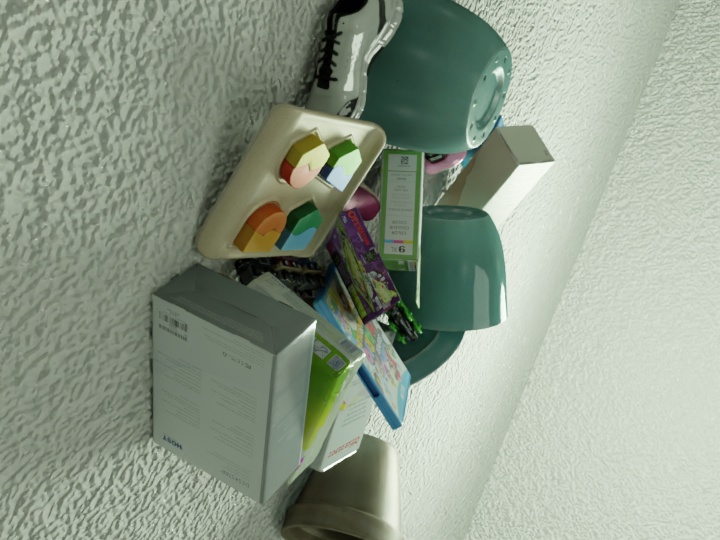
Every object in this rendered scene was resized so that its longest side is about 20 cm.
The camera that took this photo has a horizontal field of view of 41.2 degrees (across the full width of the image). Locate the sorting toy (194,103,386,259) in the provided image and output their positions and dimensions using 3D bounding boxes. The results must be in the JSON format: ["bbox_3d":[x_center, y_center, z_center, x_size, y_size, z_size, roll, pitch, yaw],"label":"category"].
[{"bbox_3d":[-0.066,-0.084,1.032,0.186,0.036,0.199,-56,154,19],"label":"sorting toy"}]

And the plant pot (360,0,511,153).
[{"bbox_3d":[0.092,-0.239,1.193,0.201,0.159,0.203,-50,154,-36],"label":"plant pot"}]

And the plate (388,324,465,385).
[{"bbox_3d":[0.072,0.116,1.509,0.201,0.198,0.026,-51,119,-37],"label":"plate"}]

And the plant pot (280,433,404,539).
[{"bbox_3d":[-0.011,0.364,1.543,0.201,0.196,0.176,77,25,-57],"label":"plant pot"}]

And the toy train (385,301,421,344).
[{"bbox_3d":[0.030,0.029,1.372,0.041,0.057,0.201,-32,126,7],"label":"toy train"}]

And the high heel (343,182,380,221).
[{"bbox_3d":[-0.036,-0.086,1.197,0.096,0.067,0.200,-48,154,-5],"label":"high heel"}]

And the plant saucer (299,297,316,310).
[{"bbox_3d":[-0.084,0.135,1.232,0.198,0.034,0.204,-24,125,-39],"label":"plant saucer"}]

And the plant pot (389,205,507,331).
[{"bbox_3d":[0.137,-0.013,1.503,0.200,0.197,0.164,-26,121,-60],"label":"plant pot"}]

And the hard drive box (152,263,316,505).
[{"bbox_3d":[-0.136,0.118,0.999,0.077,0.154,0.203,-39,146,-49],"label":"hard drive box"}]

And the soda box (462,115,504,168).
[{"bbox_3d":[0.215,-0.208,1.661,0.065,0.067,0.200,-63,159,-10],"label":"soda box"}]

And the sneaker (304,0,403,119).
[{"bbox_3d":[-0.024,-0.238,1.065,0.080,0.073,0.203,32,77,-53],"label":"sneaker"}]

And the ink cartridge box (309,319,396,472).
[{"bbox_3d":[-0.035,0.171,1.401,0.145,0.082,0.203,-8,118,-67],"label":"ink cartridge box"}]

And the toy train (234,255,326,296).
[{"bbox_3d":[-0.093,0.002,1.149,0.034,0.046,0.199,-32,164,18],"label":"toy train"}]

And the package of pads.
[{"bbox_3d":[-0.094,0.119,1.070,0.068,0.154,0.202,-34,157,-48],"label":"package of pads"}]

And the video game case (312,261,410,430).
[{"bbox_3d":[0.006,0.096,1.277,0.202,0.018,0.143,58,17,-14],"label":"video game case"}]

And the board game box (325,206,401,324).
[{"bbox_3d":[0.000,0.000,1.185,0.032,0.121,0.200,-29,177,-10],"label":"board game box"}]

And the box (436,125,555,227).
[{"bbox_3d":[0.220,-0.143,1.583,0.094,0.079,0.201,-8,150,-37],"label":"box"}]

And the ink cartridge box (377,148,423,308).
[{"bbox_3d":[0.054,-0.054,1.306,0.104,0.058,0.204,62,30,-82],"label":"ink cartridge box"}]

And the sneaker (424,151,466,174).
[{"bbox_3d":[0.114,-0.230,1.370,0.096,0.078,0.202,49,33,-28],"label":"sneaker"}]
